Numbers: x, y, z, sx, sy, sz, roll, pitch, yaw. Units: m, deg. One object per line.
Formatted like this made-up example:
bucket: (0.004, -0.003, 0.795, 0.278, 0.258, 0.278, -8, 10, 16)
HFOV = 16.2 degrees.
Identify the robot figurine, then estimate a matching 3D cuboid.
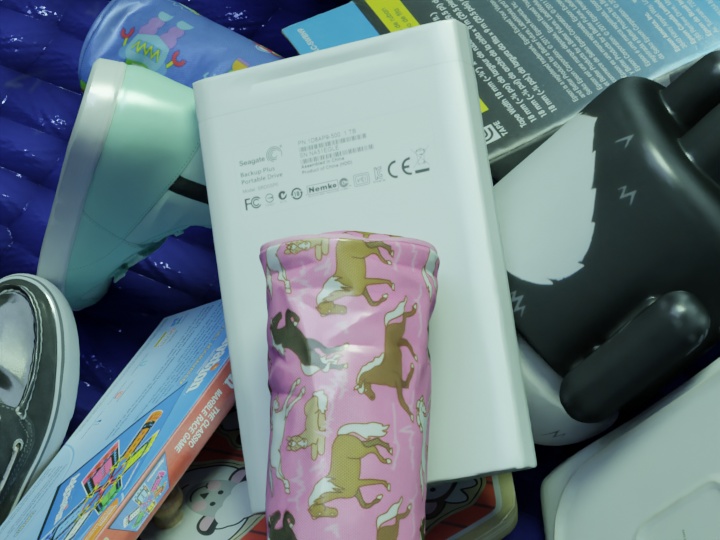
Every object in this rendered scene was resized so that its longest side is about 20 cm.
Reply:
robot figurine: (0.117, -0.009, 1.163, 0.200, 0.150, 0.125, -41, 80, 20)

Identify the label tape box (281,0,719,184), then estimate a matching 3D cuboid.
label tape box: (0.082, -0.102, 1.299, 0.200, 0.063, 0.144, -26, 49, -11)

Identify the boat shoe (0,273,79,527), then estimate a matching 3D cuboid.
boat shoe: (-0.195, 0.092, 1.220, 0.070, 0.066, 0.200, 19, 81, 19)

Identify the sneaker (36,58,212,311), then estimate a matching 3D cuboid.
sneaker: (-0.093, -0.022, 1.262, 0.118, 0.200, 0.074, 17, 61, -5)

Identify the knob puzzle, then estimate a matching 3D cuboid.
knob puzzle: (-0.020, 0.091, 1.189, 0.219, 0.031, 0.220, -8, 37, 6)

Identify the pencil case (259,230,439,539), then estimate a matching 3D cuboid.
pencil case: (-0.005, 0.080, 1.066, 0.086, 0.083, 0.201, -10, 78, 54)

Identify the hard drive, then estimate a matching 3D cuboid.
hard drive: (0.000, 0.000, 1.136, 0.132, 0.027, 0.200, -12, 80, 21)

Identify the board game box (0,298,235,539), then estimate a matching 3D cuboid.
board game box: (-0.108, 0.082, 1.207, 0.103, 0.019, 0.200, -19, 27, 46)

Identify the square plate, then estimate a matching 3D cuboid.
square plate: (0.146, 0.123, 1.071, 0.198, 0.028, 0.200, -40, 41, 37)

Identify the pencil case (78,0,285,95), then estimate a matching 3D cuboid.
pencil case: (-0.065, -0.076, 1.334, 0.200, 0.078, 0.087, 32, 87, 34)
